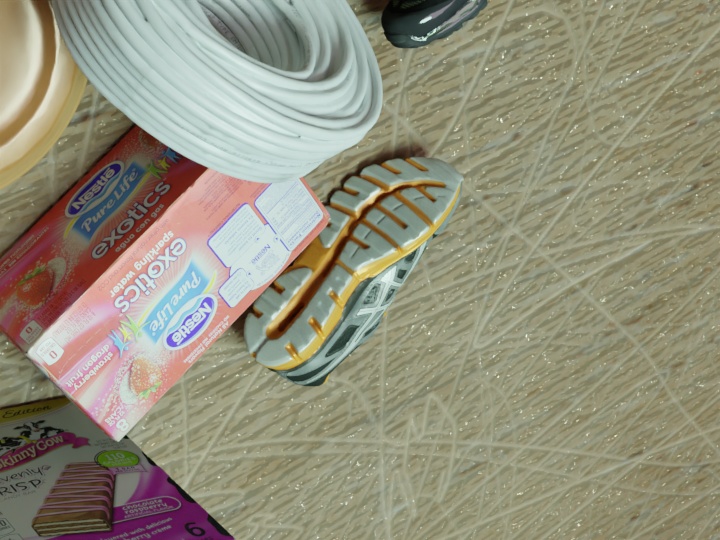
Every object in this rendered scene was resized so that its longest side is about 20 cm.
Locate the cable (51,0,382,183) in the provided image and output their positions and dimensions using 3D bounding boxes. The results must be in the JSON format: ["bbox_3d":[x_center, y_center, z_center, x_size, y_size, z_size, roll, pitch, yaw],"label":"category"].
[{"bbox_3d":[-0.080,-0.138,0.871,0.069,0.200,0.200,-41,174,32],"label":"cable"}]

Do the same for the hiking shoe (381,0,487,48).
[{"bbox_3d":[0.059,-0.246,1.019,0.101,0.076,0.201,40,75,-34],"label":"hiking shoe"}]

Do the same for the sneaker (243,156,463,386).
[{"bbox_3d":[0.000,0.000,1.087,0.200,0.078,0.077,-45,145,-8],"label":"sneaker"}]

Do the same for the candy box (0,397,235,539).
[{"bbox_3d":[-0.184,0.153,0.917,0.136,0.200,0.061,-9,117,-37],"label":"candy box"}]

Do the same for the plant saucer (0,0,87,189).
[{"bbox_3d":[-0.236,-0.125,0.854,0.199,0.037,0.202,-17,120,-31],"label":"plant saucer"}]

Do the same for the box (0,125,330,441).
[{"bbox_3d":[-0.130,-0.009,0.954,0.200,0.094,0.103,-47,132,-11],"label":"box"}]
